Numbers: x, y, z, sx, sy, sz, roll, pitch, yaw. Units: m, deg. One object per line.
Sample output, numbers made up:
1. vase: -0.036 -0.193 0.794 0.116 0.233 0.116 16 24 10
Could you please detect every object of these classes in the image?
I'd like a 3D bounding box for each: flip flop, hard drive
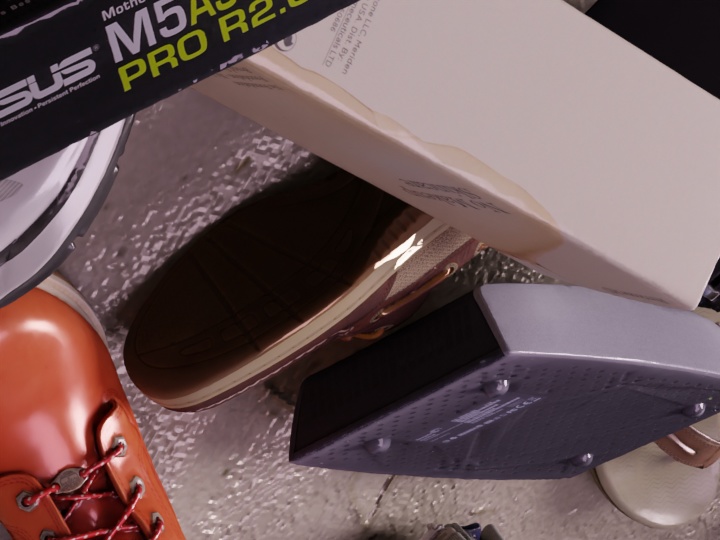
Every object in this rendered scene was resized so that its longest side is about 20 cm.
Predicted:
1. flip flop: 0.159 0.053 0.963 0.081 0.058 0.201 -19 132 -26
2. hard drive: 0.074 0.051 0.860 0.135 0.042 0.200 -29 155 35

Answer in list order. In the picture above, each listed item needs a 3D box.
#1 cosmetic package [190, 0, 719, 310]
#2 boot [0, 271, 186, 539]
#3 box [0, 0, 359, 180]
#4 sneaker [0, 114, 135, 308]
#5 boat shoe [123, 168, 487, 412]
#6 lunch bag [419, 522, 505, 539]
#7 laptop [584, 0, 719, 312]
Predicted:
1. cosmetic package: 0.030 -0.062 0.687 0.200 0.103 0.073 28 84 -28
2. boot: -0.102 0.081 0.745 0.075 0.107 0.200 -32 135 -11
3. box: -0.062 -0.120 0.574 0.199 0.160 0.044 -28 137 -16
4. sneaker: -0.159 -0.027 0.635 0.201 0.076 0.115 -52 140 12
5. boat shoe: 0.000 0.000 0.789 0.200 0.072 0.072 -39 137 -16
6. lunch bag: 0.012 0.232 0.931 0.200 0.139 0.168 -33 120 -16
7. laptop: 0.191 -0.075 0.850 0.177 0.103 0.200 -45 152 24
